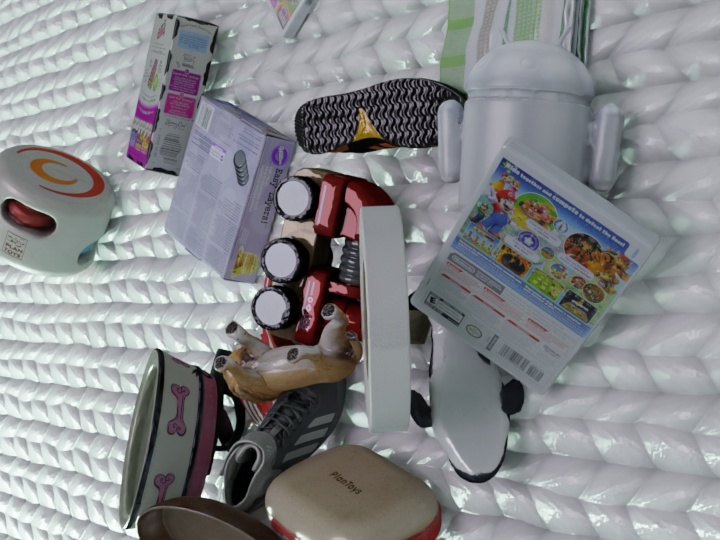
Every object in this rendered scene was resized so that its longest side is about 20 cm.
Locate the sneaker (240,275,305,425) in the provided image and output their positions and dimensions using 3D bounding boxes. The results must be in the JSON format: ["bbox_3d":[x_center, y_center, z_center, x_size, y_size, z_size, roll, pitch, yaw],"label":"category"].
[{"bbox_3d":[-0.104,0.082,1.540,0.115,0.078,0.203,-15,70,52],"label":"sneaker"}]

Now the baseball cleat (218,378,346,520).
[{"bbox_3d":[-0.078,0.168,1.415,0.069,0.107,0.201,23,75,18],"label":"baseball cleat"}]

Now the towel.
[{"bbox_3d":[0.142,-0.244,1.297,0.199,0.030,0.151,0,82,55],"label":"towel"}]

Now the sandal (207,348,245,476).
[{"bbox_3d":[-0.157,0.161,1.595,0.201,0.047,0.076,-89,17,-57],"label":"sandal"}]

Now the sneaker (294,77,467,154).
[{"bbox_3d":[0.034,-0.158,1.401,0.198,0.090,0.071,-3,96,29],"label":"sneaker"}]

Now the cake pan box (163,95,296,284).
[{"bbox_3d":[-0.167,-0.103,1.694,0.200,0.052,0.186,32,107,53],"label":"cake pan box"}]

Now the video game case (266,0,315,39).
[{"bbox_3d":[-0.061,-0.397,1.632,0.201,0.018,0.144,-54,43,34],"label":"video game case"}]

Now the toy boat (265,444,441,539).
[{"bbox_3d":[-0.005,0.259,1.344,0.199,0.130,0.132,23,131,54],"label":"toy boat"}]

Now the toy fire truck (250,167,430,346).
[{"bbox_3d":[0.000,0.000,1.394,0.198,0.128,0.178,15,98,19],"label":"toy fire truck"}]

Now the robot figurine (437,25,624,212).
[{"bbox_3d":[0.143,-0.110,1.184,0.168,0.113,0.203,6,93,23],"label":"robot figurine"}]

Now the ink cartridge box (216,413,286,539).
[{"bbox_3d":[-0.120,0.267,1.568,0.200,0.047,0.162,-151,72,-71],"label":"ink cartridge box"}]

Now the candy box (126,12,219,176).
[{"bbox_3d":[-0.250,-0.234,1.811,0.136,0.060,0.202,-149,71,-66],"label":"candy box"}]

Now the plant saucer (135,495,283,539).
[{"bbox_3d":[-0.136,0.293,1.408,0.200,0.200,0.035,-28,24,49],"label":"plant saucer"}]

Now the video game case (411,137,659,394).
[{"bbox_3d":[0.138,0.002,1.137,0.143,0.018,0.201,35,135,6],"label":"video game case"}]

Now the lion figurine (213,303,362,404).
[{"bbox_3d":[-0.064,0.091,1.357,0.198,0.122,0.073,-3,63,31],"label":"lion figurine"}]

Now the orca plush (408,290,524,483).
[{"bbox_3d":[0.084,0.112,1.267,0.201,0.104,0.071,60,165,28],"label":"orca plush"}]

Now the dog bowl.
[{"bbox_3d":[-0.213,0.192,1.527,0.200,0.073,0.203,-168,90,-76],"label":"dog bowl"}]

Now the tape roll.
[{"bbox_3d":[0.021,0.044,1.220,0.203,0.037,0.205,177,90,-88],"label":"tape roll"}]

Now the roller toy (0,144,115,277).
[{"bbox_3d":[-0.461,-0.082,1.990,0.183,0.198,0.141,48,122,41],"label":"roller toy"}]
